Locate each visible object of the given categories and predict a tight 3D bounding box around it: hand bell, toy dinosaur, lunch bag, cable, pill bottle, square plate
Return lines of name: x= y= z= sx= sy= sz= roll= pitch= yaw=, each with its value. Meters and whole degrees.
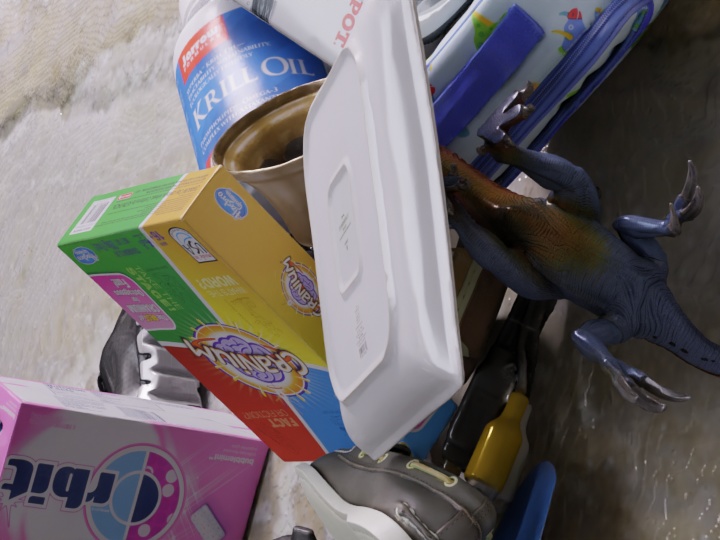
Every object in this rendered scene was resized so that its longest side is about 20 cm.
hand bell: x=0.000 y=0.000 z=1.240 sx=0.104 sy=0.104 sz=0.201 roll=22 pitch=141 yaw=58
toy dinosaur: x=0.123 y=-0.011 z=1.041 sx=0.105 sy=0.181 sz=0.200 roll=-53 pitch=23 yaw=3
lunch bag: x=0.088 y=-0.115 z=1.129 sx=0.082 sy=0.161 sz=0.200 roll=43 pitch=126 yaw=2
cable: x=0.095 y=0.050 z=1.189 sx=0.201 sy=0.050 sz=0.097 roll=-63 pitch=-5 yaw=-2
pill bottle: x=-0.063 y=-0.114 z=1.407 sx=0.112 sy=0.112 sz=0.201 roll=-54 pitch=39 yaw=34
square plate: x=0.005 y=-0.021 z=1.038 sx=0.200 sy=0.028 sz=0.200 roll=127 pitch=137 yaw=-71

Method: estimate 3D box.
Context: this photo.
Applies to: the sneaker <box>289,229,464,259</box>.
sneaker: x=-0.029 y=-0.004 z=1.315 sx=0.200 sy=0.120 sz=0.084 roll=-46 pitch=45 yaw=42

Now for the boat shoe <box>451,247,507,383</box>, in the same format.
boat shoe: x=0.038 y=0.013 z=1.168 sx=0.200 sy=0.076 sz=0.072 roll=93 pitch=-161 yaw=-78

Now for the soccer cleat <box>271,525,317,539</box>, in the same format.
soccer cleat: x=-0.004 y=0.232 z=1.283 sx=0.200 sy=0.064 sz=0.084 roll=41 pitch=146 yaw=50

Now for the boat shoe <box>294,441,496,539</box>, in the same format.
boat shoe: x=0.017 y=0.128 z=1.153 sx=0.060 sy=0.072 sz=0.202 roll=-37 pitch=13 yaw=-11

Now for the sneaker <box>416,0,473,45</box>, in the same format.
sneaker: x=0.060 y=-0.231 z=1.197 sx=0.200 sy=0.115 sz=0.075 roll=-45 pitch=6 yaw=15

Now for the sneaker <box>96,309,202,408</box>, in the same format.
sneaker: x=-0.154 y=0.097 z=1.543 sx=0.090 sy=0.066 sz=0.202 roll=-16 pitch=64 yaw=58

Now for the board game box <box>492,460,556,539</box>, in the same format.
board game box: x=0.081 y=0.203 z=1.128 sx=0.158 sy=0.039 sz=0.201 roll=116 pitch=174 yaw=-58

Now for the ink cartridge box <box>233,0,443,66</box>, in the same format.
ink cartridge box: x=-0.024 y=-0.226 z=1.334 sx=0.200 sy=0.083 sz=0.147 roll=36 pitch=114 yaw=25

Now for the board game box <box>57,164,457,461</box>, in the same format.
board game box: x=-0.060 y=0.030 z=1.213 sx=0.153 sy=0.200 sz=0.040 roll=-9 pitch=41 yaw=56

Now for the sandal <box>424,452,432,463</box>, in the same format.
sandal: x=0.036 y=0.162 z=1.233 sx=0.079 sy=0.059 sz=0.207 roll=-42 pitch=25 yaw=26

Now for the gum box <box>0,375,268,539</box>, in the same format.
gum box: x=-0.171 y=0.144 z=1.424 sx=0.066 sy=0.199 sz=0.114 roll=26 pitch=102 yaw=57
